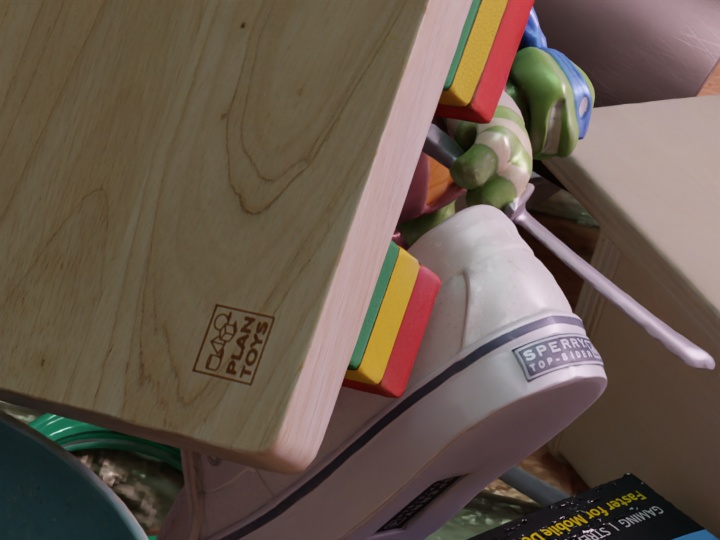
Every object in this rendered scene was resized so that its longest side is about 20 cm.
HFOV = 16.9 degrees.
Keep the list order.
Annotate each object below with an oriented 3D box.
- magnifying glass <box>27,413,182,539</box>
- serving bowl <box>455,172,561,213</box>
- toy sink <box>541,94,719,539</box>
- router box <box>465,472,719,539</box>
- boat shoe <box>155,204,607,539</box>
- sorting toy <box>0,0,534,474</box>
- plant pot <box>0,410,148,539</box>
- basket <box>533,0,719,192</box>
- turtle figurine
[{"bbox_3d":[-0.069,0.050,0.868,0.079,0.022,0.200,16,31,8],"label":"magnifying glass"},{"bbox_3d":[0.008,-0.089,1.062,0.199,0.066,0.201,18,41,-17],"label":"serving bowl"},{"bbox_3d":[0.149,0.038,0.872,0.130,0.112,0.200,-8,39,-30],"label":"toy sink"},{"bbox_3d":[0.062,0.143,0.714,0.199,0.051,0.149,-17,42,-41],"label":"router box"},{"bbox_3d":[-0.017,0.042,0.708,0.074,0.202,0.086,-8,66,-41],"label":"boat shoe"},{"bbox_3d":[-0.052,-0.053,0.664,0.198,0.201,0.070,11,-14,35],"label":"sorting toy"},{"bbox_3d":[-0.152,0.129,0.579,0.199,0.135,0.200,9,29,-5],"label":"plant pot"},{"bbox_3d":[0.046,-0.127,0.975,0.200,0.136,0.180,35,30,-3],"label":"basket"},{"bbox_3d":[0.000,0.000,0.780,0.193,0.201,0.144,-8,2,-15],"label":"turtle figurine"}]
